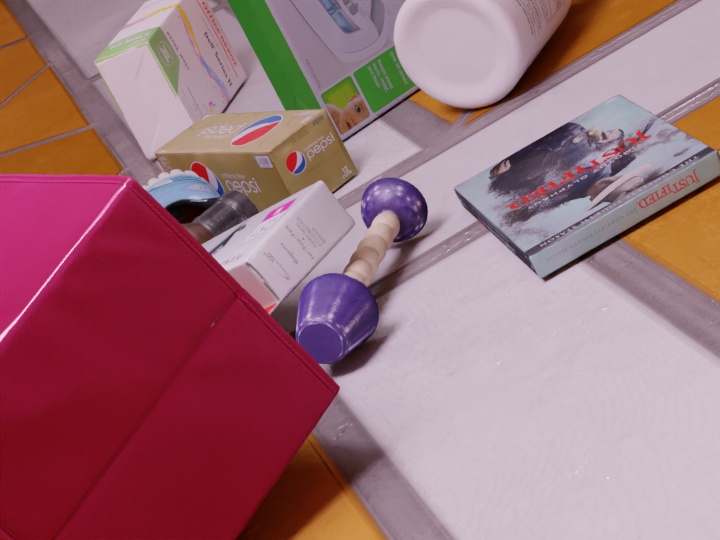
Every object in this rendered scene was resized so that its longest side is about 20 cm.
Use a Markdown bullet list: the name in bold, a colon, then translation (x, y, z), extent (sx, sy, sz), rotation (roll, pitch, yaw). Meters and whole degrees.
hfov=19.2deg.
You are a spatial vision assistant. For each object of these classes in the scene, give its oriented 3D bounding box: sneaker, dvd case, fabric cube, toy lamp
- **sneaker**: translation (-0.195, -0.017, 1.753), extent (0.200, 0.078, 0.090), rotation (-35, 24, -18)
- **dvd case**: translation (0.154, -0.063, 1.479), extent (0.146, 0.022, 0.200), rotation (-29, 21, -2)
- **fabric cube**: translation (-0.173, 0.081, 1.248), extent (0.196, 0.200, 0.200), rotation (3, 52, 54)
- **toy lamp**: translation (0.000, 0.000, 1.479), extent (0.058, 0.058, 0.200), rotation (-19, 23, 26)

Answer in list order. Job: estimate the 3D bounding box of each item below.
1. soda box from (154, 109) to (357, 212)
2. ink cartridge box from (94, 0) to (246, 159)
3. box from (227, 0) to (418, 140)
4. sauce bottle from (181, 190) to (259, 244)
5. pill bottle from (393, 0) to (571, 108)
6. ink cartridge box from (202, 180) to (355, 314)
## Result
- **soda box**: translation (-0.092, -0.093, 1.816), extent (0.068, 0.064, 0.200), rotation (-39, 23, -26)
- **ink cartridge box**: translation (-0.182, -0.210, 2.140), extent (0.067, 0.117, 0.200), rotation (-18, 23, 24)
- **box**: translation (-0.014, -0.245, 1.885), extent (0.176, 0.200, 0.097), rotation (-34, 21, -17)
- **sauce bottle**: translation (-0.158, 0.007, 1.660), extent (0.065, 0.065, 0.200), rotation (-4, 32, 49)
- **pill bottle**: translation (0.116, -0.231, 1.802), extent (0.114, 0.114, 0.200), rotation (-14, 24, 34)
- **ink cartridge box**: translation (-0.113, 0.029, 1.499), extent (0.174, 0.044, 0.200), rotation (-47, 12, -33)
